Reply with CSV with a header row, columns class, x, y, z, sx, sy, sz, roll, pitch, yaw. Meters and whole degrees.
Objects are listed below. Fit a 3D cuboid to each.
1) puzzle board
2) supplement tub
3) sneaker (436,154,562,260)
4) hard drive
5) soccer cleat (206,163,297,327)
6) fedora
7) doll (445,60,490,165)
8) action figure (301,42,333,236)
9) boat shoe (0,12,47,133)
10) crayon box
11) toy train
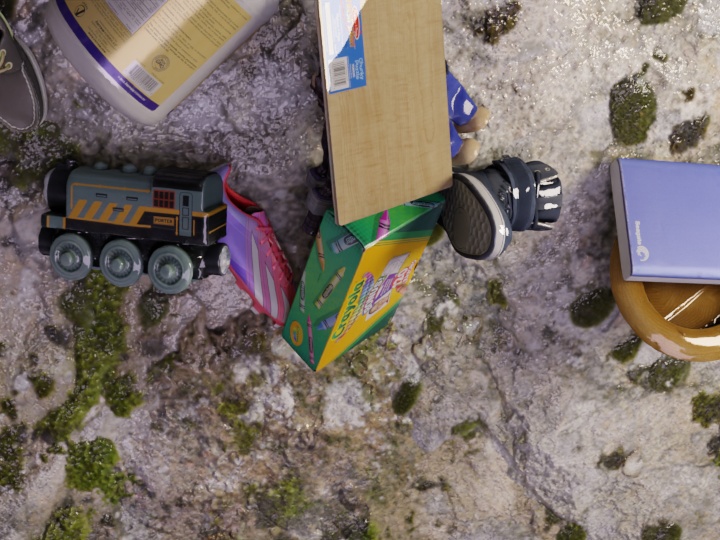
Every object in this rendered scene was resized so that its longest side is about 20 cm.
class,x,y,z,sx,sy,sz,roll,pitch,yaw
puzzle board,0.022,-0.157,1.137,0.149,0.017,0.203,-21,113,-39
supplement tub,-0.162,-0.244,1.109,0.200,0.146,0.145,-41,120,9
sneaker,0.149,-0.063,1.256,0.144,0.202,0.078,1,109,-16
hard drive,0.372,-0.052,1.369,0.197,0.134,0.025,2,161,-15
soccer cleat,-0.108,-0.021,1.292,0.076,0.067,0.200,-36,117,9
fedora,0.355,0.018,1.400,0.197,0.204,0.082,2,159,-15
doll,0.058,-0.195,1.212,0.048,0.138,0.200,-2,146,37
action figure,-0.020,-0.133,1.221,0.068,0.131,0.202,-4,133,-17
boat shoe,-0.346,-0.205,1.133,0.071,0.060,0.203,-24,121,0
crayon box,0.000,0.000,1.262,0.118,0.058,0.201,-31,156,-37
toy train,-0.218,-0.046,1.215,0.197,0.085,0.116,7,102,14
